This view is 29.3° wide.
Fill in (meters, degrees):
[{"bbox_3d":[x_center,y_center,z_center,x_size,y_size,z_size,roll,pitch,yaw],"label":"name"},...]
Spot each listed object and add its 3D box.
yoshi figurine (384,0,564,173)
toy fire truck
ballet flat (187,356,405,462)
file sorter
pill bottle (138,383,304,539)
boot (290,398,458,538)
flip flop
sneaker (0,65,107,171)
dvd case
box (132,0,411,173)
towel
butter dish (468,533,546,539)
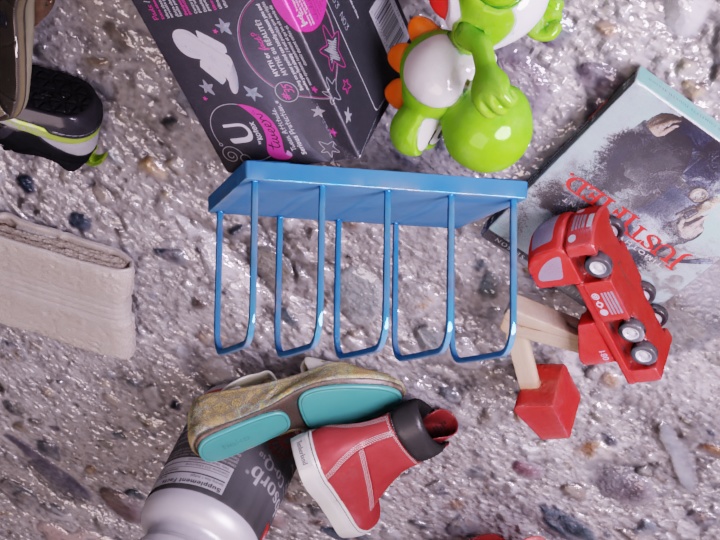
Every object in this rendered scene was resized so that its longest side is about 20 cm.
[{"bbox_3d":[0.094,-0.143,0.873,0.112,0.112,0.200,6,129,-33],"label":"yoshi figurine"},{"bbox_3d":[0.160,0.043,1.061,0.141,0.049,0.200,-10,127,34],"label":"toy fire truck"},{"bbox_3d":[-0.061,0.114,1.238,0.199,0.071,0.071,-16,130,-2],"label":"ballet flat"},{"bbox_3d":[0.000,0.000,0.977,0.199,0.123,0.139,3,172,-16],"label":"file sorter"},{"bbox_3d":[-0.134,0.213,1.280,0.115,0.200,0.116,13,137,13],"label":"pill bottle"},{"bbox_3d":[0.030,0.182,1.274,0.144,0.073,0.200,-20,152,3],"label":"boot"},{"bbox_3d":[-0.257,-0.207,1.023,0.081,0.058,0.201,23,120,18],"label":"flip flop"},{"bbox_3d":[-0.302,-0.129,1.117,0.199,0.072,0.083,22,139,4],"label":"sneaker"},{"bbox_3d":[0.199,-0.044,1.006,0.146,0.022,0.200,34,138,-9],"label":"dvd case"},{"bbox_3d":[-0.063,-0.185,0.907,0.114,0.132,0.200,-3,131,30],"label":"box"},{"bbox_3d":[-0.301,0.011,1.283,0.199,0.035,0.133,17,138,8],"label":"towel"},{"bbox_3d":[0.109,0.338,1.344,0.200,0.148,0.200,-33,120,-3],"label":"butter dish"}]
